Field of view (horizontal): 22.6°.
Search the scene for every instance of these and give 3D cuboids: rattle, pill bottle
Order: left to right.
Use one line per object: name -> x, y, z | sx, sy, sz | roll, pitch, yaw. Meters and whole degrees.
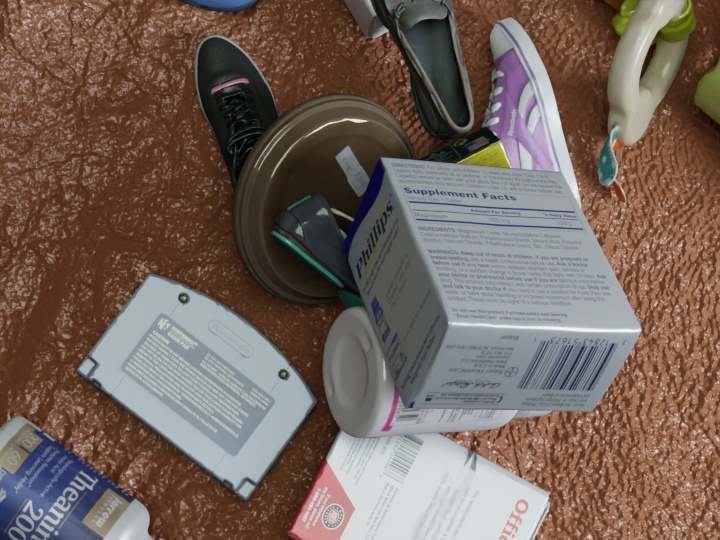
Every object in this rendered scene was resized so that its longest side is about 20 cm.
pill bottle -> -0.258, 0.229, 1.596 | 0.199, 0.111, 0.111 | 36, 80, 1
pill bottle -> 0.076, 0.086, 1.589 | 0.198, 0.113, 0.115 | 0, 81, -30
rattle -> 0.228, -0.186, 1.724 | 0.142, 0.130, 0.202 | 23, 107, 10

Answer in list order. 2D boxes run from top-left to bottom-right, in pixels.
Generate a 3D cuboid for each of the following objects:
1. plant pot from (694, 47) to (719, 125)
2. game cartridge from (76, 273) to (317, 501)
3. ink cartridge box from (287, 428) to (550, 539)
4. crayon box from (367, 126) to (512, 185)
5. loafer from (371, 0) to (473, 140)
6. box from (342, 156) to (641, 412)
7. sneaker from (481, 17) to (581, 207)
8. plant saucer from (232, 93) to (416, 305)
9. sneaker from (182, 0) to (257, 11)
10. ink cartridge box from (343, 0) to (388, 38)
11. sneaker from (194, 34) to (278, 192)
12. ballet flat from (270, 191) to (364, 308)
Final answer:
plant pot -> 0.422, -0.164, 1.688 | 0.183, 0.201, 0.201 | 33, 80, 12
game cartridge -> -0.145, 0.101, 1.664 | 0.199, 0.042, 0.134 | 37, 76, 1
ink cartridge box -> 0.052, 0.224, 1.635 | 0.199, 0.084, 0.145 | 28, 80, 3
crayon box -> 0.101, -0.015, 1.660 | 0.126, 0.051, 0.201 | -25, 114, -4
loafer -> 0.063, -0.217, 1.644 | 0.071, 0.063, 0.202 | -23, 100, -10
box -> 0.106, 0.012, 1.513 | 0.182, 0.105, 0.201 | 3, 43, -24
sneaker -> 0.130, -0.134, 1.706 | 0.113, 0.073, 0.203 | -15, 83, -4
plant saucer -> -0.025, -0.061, 1.642 | 0.198, 0.029, 0.202 | -13, 114, -29
sneaker -> -0.179, -0.313, 1.699 | 0.199, 0.082, 0.074 | 29, 79, -2
ink cartridge box -> 0.020, -0.348, 1.719 | 0.145, 0.084, 0.201 | -31, 86, -8
sneaker -> -0.104, -0.136, 1.670 | 0.070, 0.099, 0.202 | -19, 82, -6
ballet flat -> 0.000, 0.000, 1.624 | 0.073, 0.073, 0.200 | -50, 125, -10
